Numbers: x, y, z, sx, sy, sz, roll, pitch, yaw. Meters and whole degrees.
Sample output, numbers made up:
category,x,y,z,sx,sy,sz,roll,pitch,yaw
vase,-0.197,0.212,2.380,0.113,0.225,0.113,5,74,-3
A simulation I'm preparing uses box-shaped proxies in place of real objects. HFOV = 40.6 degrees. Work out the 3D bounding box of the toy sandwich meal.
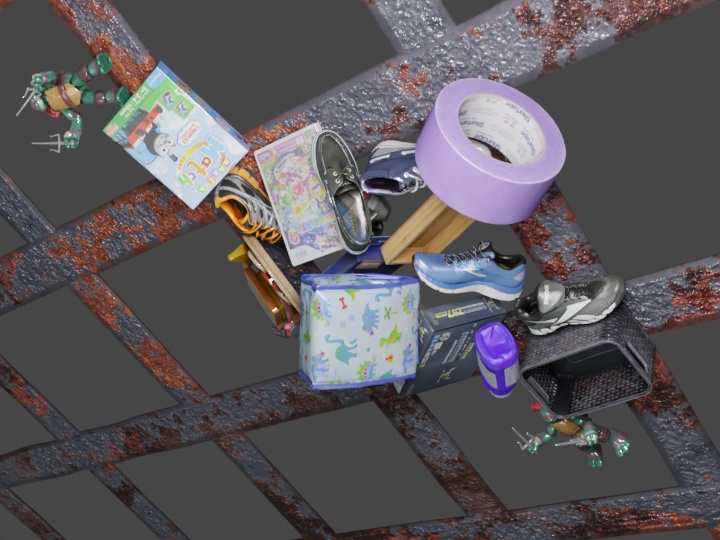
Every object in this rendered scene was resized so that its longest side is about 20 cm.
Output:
category,x,y,z,sx,sy,sz,roll,pitch,yaw
toy sandwich meal,-0.168,0.024,1.736,0.070,0.205,0.206,-37,116,-3

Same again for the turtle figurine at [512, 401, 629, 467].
category,x,y,z,sx,sy,sz,roll,pitch,yaw
turtle figurine,0.381,0.289,1.758,0.198,0.102,0.149,26,156,-24

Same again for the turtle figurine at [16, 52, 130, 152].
category,x,y,z,sx,sy,sz,roll,pitch,yaw
turtle figurine,-0.495,-0.291,1.635,0.197,0.102,0.150,-16,143,15

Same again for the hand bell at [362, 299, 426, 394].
category,x,y,z,sx,sy,sz,roll,pitch,yaw
hand bell,0.040,0.135,1.709,0.102,0.201,0.105,13,136,13

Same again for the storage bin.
category,x,y,z,sx,sy,sz,roll,pitch,yaw
storage bin,0.382,0.154,1.641,0.198,0.095,0.135,-25,119,39

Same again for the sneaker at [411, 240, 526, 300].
category,x,y,z,sx,sy,sz,roll,pitch,yaw
sneaker,0.179,-0.014,1.587,0.196,0.079,0.090,6,124,-13

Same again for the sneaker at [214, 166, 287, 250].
category,x,y,z,sx,sy,sz,roll,pitch,yaw
sneaker,-0.175,-0.089,1.691,0.199,0.078,0.078,38,134,-14

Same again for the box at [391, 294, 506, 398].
category,x,y,z,sx,sy,sz,roll,pitch,yaw
box,0.150,0.132,1.699,0.051,0.155,0.202,59,146,30

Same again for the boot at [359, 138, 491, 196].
category,x,y,z,sx,sy,sz,roll,pitch,yaw
boot,0.099,-0.150,1.495,0.196,0.091,0.074,1,131,25

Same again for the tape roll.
category,x,y,z,sx,sy,sz,roll,pitch,yaw
tape roll,0.180,-0.168,1.360,0.197,0.202,0.085,27,138,-1

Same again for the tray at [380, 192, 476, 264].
category,x,y,z,sx,sy,sz,roll,pitch,yaw
tray,0.125,-0.076,1.553,0.097,0.038,0.200,-2,150,-37

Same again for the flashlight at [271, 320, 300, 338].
category,x,y,z,sx,sy,sz,roll,pitch,yaw
flashlight,-0.067,0.109,1.831,0.196,0.068,0.069,12,134,16

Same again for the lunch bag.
category,x,y,z,sx,sy,sz,roll,pitch,yaw
lunch bag,0.002,0.094,1.585,0.196,0.127,0.174,-1,101,-16

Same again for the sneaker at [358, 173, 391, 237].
category,x,y,z,sx,sy,sz,roll,pitch,yaw
sneaker,-0.019,-0.073,1.635,0.097,0.071,0.200,39,134,-10

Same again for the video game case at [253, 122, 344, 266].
category,x,y,z,sx,sy,sz,roll,pitch,yaw
video game case,-0.089,-0.122,1.595,0.142,0.018,0.203,-18,93,36

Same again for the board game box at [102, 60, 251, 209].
category,x,y,z,sx,sy,sz,roll,pitch,yaw
board game box,-0.304,-0.221,1.618,0.199,0.037,0.151,41,112,-18

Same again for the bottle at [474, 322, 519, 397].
category,x,y,z,sx,sy,sz,roll,pitch,yaw
bottle,0.240,0.164,1.691,0.064,0.084,0.201,-26,150,-3

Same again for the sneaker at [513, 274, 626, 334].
category,x,y,z,sx,sy,sz,roll,pitch,yaw
sneaker,0.330,0.049,1.575,0.090,0.068,0.198,28,144,-36

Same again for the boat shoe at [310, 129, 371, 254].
category,x,y,z,sx,sy,sz,roll,pitch,yaw
boat shoe,-0.023,-0.127,1.517,0.057,0.067,0.204,149,103,-76

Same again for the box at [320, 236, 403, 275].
category,x,y,z,sx,sy,sz,roll,pitch,yaw
box,0.000,0.000,1.672,0.120,0.033,0.200,-2,154,-40
